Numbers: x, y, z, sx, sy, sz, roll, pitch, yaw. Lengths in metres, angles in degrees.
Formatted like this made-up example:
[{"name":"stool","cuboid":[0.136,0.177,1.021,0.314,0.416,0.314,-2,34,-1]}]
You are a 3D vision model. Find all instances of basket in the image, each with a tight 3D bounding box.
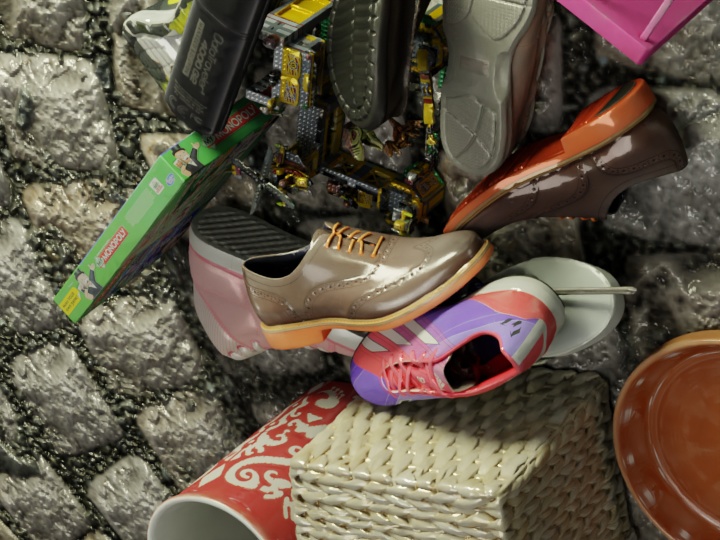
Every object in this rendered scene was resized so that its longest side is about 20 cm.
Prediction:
[{"name":"basket","cuboid":[0.074,0.179,1.441,0.197,0.200,0.162,5,118,33]}]

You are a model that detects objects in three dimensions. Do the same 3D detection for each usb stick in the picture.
[{"name":"usb stick","cuboid":[-0.098,-0.158,1.335,0.055,0.033,0.200,41,150,7]}]

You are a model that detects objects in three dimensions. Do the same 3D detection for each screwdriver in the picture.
[{"name":"screwdriver","cuboid":[0.115,0.016,1.363,0.199,0.029,0.028,-1,84,39]}]

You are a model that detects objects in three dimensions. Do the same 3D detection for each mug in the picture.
[{"name":"mug","cuboid":[-0.056,0.201,1.546,0.133,0.200,0.178,13,124,29]}]

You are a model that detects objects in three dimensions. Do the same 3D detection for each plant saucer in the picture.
[{"name":"plant saucer","cuboid":[0.276,0.131,1.378,0.199,0.032,0.201,18,127,26]}]

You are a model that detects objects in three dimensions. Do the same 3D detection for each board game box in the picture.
[{"name":"board game box","cuboid":[-0.150,-0.051,1.504,0.029,0.135,0.200,46,133,3]}]

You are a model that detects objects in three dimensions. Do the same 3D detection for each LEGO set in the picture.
[{"name":"LEGO set","cuboid":[-0.013,-0.107,1.381,0.153,0.116,0.201,30,130,18]}]

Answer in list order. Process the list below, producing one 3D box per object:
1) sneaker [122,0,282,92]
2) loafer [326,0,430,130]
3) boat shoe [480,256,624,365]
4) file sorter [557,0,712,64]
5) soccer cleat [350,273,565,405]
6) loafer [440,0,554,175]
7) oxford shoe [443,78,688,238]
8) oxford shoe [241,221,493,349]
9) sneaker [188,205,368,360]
[{"name":"sneaker","cuboid":[-0.106,-0.186,1.436,0.075,0.085,0.200,55,153,-14]},{"name":"loafer","cuboid":[0.027,-0.192,1.286,0.073,0.071,0.201,6,91,62]},{"name":"boat shoe","cuboid":[0.120,0.034,1.412,0.199,0.063,0.071,-12,77,45]},{"name":"file sorter","cuboid":[0.147,-0.253,1.162,0.200,0.139,0.126,40,131,9]},{"name":"soccer cleat","cuboid":[0.055,0.063,1.366,0.199,0.073,0.068,-23,113,43]},{"name":"loafer","cuboid":[0.096,-0.163,1.312,0.072,0.063,0.201,26,126,28]},{"name":"oxford shoe","cuboid":[0.137,-0.055,1.340,0.200,0.071,0.073,-30,103,43]},{"name":"oxford shoe","cuboid":[0.000,0.000,1.386,0.199,0.071,0.073,-18,112,28]},{"name":"sneaker","cuboid":[-0.054,0.035,1.531,0.200,0.075,0.105,28,132,23]}]
